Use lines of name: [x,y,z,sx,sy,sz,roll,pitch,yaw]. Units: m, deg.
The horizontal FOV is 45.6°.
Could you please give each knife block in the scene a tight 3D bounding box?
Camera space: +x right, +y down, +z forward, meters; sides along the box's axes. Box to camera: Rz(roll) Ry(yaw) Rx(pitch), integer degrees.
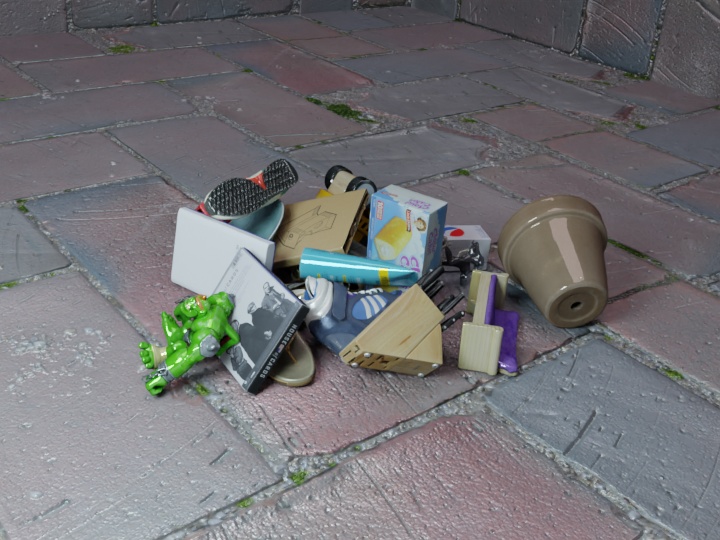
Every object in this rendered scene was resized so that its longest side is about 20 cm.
knife block: [0.067,0.063,1.304,0.196,0.064,0.179,11,62,-24]

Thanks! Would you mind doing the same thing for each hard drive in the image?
hard drive: [-0.233,-0.013,1.438,0.197,0.135,0.025,21,21,28]

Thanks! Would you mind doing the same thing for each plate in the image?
plate: [-0.208,-0.050,1.536,0.198,0.026,0.202,-31,29,19]

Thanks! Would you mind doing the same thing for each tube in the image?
tube: [0.000,0.000,1.395,0.195,0.052,0.077,7,-10,10]

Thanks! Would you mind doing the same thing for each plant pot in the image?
plant pot: [0.354,0.000,1.499,0.195,0.203,0.177,0,46,-11]

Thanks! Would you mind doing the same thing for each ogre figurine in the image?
ogre figurine: [-0.247,0.092,1.266,0.118,0.100,0.200,-24,7,16]

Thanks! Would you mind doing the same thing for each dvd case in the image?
dvd case: [-0.170,0.071,1.293,0.025,0.152,0.199,30,6,-42]

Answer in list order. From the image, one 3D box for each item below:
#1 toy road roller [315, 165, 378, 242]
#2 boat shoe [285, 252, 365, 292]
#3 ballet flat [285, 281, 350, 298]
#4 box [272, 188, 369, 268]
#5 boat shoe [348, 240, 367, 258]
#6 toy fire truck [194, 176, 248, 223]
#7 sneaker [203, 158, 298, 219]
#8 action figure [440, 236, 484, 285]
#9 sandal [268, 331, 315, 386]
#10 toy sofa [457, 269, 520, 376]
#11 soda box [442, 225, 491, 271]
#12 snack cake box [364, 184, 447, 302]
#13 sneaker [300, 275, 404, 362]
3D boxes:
toy road roller: [-0.008,-0.100,1.692,0.199,0.148,0.122,32,1,-38]
boat shoe: [-0.075,-0.011,1.530,0.196,0.075,0.063,14,26,17]
ballet flat: [-0.090,0.046,1.409,0.071,0.074,0.198,27,33,36]
box: [-0.091,-0.070,1.510,0.196,0.021,0.165,-9,40,27]
boat shoe: [-0.064,-0.031,1.595,0.197,0.066,0.074,15,16,7]
toy fire truck: [-0.261,-0.116,1.643,0.140,0.049,0.200,-38,3,-21]
sneaker: [-0.199,-0.126,1.503,0.198,0.093,0.071,-33,86,-40]
action figure: [0.120,-0.034,1.525,0.196,0.104,0.119,21,-16,-17]
sandal: [-0.125,0.088,1.304,0.079,0.055,0.203,-14,54,-9]
toy sofa: [0.217,0.082,1.397,0.095,0.085,0.201,8,27,9]
soda box: [0.145,-0.042,1.634,0.195,0.070,0.064,-1,28,-14]
snack cake box: [0.074,-0.029,1.452,0.113,0.204,0.067,21,31,29]
sneaker: [-0.017,0.046,1.366,0.146,0.081,0.200,45,41,3]
